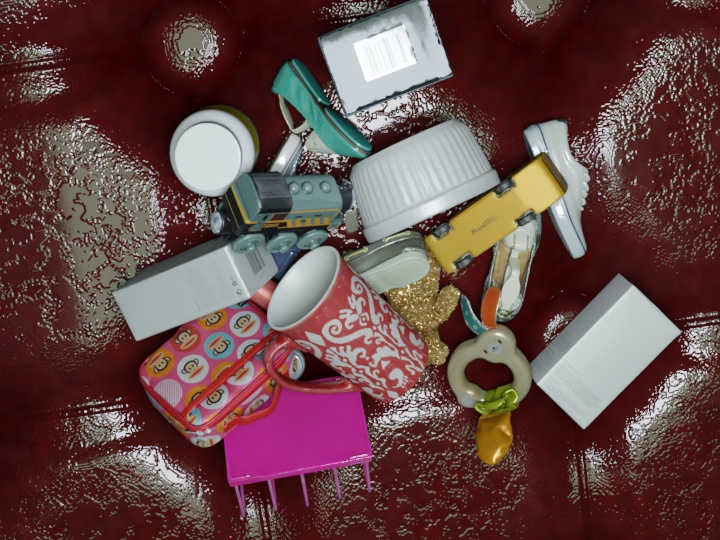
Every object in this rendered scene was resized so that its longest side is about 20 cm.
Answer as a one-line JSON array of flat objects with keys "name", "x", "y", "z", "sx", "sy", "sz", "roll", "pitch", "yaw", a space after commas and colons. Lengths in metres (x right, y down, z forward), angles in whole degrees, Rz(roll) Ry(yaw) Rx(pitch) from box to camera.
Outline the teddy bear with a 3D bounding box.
[{"name": "teddy bear", "x": 0.074, "y": 0.046, "z": 1.554, "sx": 0.143, "sy": 0.067, "sz": 0.203, "roll": 13, "pitch": 100, "yaw": -3}]

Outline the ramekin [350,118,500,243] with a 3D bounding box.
[{"name": "ramekin", "x": 0.079, "y": -0.125, "z": 1.459, "sx": 0.198, "sy": 0.200, "sz": 0.106, "roll": -25, "pitch": 92, "yaw": 3}]

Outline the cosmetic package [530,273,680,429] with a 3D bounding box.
[{"name": "cosmetic package", "x": 0.352, "y": 0.117, "z": 1.571, "sx": 0.108, "sy": 0.085, "sz": 0.200, "roll": 44, "pitch": 96, "yaw": -10}]

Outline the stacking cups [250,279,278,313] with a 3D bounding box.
[{"name": "stacking cups", "x": -0.075, "y": 0.076, "z": 1.565, "sx": 0.199, "sy": 0.061, "sz": 0.061, "roll": 34, "pitch": 98, "yaw": -3}]

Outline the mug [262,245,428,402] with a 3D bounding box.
[{"name": "mug", "x": -0.026, "y": 0.089, "z": 1.461, "sx": 0.177, "sy": 0.134, "sz": 0.200, "roll": -33, "pitch": 122, "yaw": 29}]

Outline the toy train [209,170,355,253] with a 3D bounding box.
[{"name": "toy train", "x": -0.097, "y": -0.079, "z": 1.404, "sx": 0.198, "sy": 0.114, "sz": 0.086, "roll": -5, "pitch": 64, "yaw": -40}]

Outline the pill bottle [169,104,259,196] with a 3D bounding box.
[{"name": "pill bottle", "x": -0.194, "y": -0.160, "z": 1.433, "sx": 0.111, "sy": 0.200, "sz": 0.114, "roll": 0, "pitch": 101, "yaw": -2}]

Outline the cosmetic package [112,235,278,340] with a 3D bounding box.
[{"name": "cosmetic package", "x": -0.227, "y": 0.016, "z": 1.482, "sx": 0.198, "sy": 0.113, "sz": 0.082, "roll": -19, "pitch": 103, "yaw": 22}]

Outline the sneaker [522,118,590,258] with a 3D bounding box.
[{"name": "sneaker", "x": 0.295, "y": -0.118, "z": 1.528, "sx": 0.070, "sy": 0.073, "sz": 0.202, "roll": -20, "pitch": 101, "yaw": 5}]

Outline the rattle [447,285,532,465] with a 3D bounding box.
[{"name": "rattle", "x": 0.173, "y": 0.145, "z": 1.520, "sx": 0.129, "sy": 0.143, "sz": 0.202, "roll": 18, "pitch": 131, "yaw": 23}]

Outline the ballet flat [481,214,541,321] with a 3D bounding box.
[{"name": "ballet flat", "x": 0.222, "y": -0.020, "z": 1.547, "sx": 0.071, "sy": 0.072, "sz": 0.203, "roll": 10, "pitch": 100, "yaw": -4}]

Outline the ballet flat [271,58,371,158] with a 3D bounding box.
[{"name": "ballet flat", "x": -0.058, "y": -0.203, "z": 1.467, "sx": 0.071, "sy": 0.067, "sz": 0.201, "roll": -48, "pitch": 61, "yaw": 19}]

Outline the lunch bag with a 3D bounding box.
[{"name": "lunch bag", "x": -0.188, "y": 0.144, "z": 1.492, "sx": 0.176, "sy": 0.082, "sz": 0.200, "roll": 37, "pitch": 66, "yaw": 26}]

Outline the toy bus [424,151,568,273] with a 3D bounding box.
[{"name": "toy bus", "x": 0.187, "y": -0.079, "z": 1.489, "sx": 0.199, "sy": 0.078, "sz": 0.065, "roll": -36, "pitch": 94, "yaw": 22}]

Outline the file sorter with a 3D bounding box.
[{"name": "file sorter", "x": -0.088, "y": 0.256, "z": 1.538, "sx": 0.197, "sy": 0.140, "sz": 0.126, "roll": -9, "pitch": 139, "yaw": -4}]

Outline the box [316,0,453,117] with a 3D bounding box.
[{"name": "box", "x": 0.027, "y": -0.283, "z": 1.418, "sx": 0.147, "sy": 0.200, "sz": 0.108, "roll": -20, "pitch": 103, "yaw": 3}]

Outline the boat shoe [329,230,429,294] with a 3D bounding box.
[{"name": "boat shoe", "x": 0.001, "y": 0.002, "z": 1.511, "sx": 0.200, "sy": 0.061, "sz": 0.072, "roll": -20, "pitch": 142, "yaw": 17}]

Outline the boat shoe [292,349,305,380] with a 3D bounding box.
[{"name": "boat shoe", "x": -0.176, "y": 0.163, "z": 1.566, "sx": 0.198, "sy": 0.065, "sz": 0.074, "roll": -17, "pitch": 101, "yaw": 1}]

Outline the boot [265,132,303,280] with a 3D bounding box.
[{"name": "boot", "x": -0.106, "y": -0.089, "z": 1.522, "sx": 0.090, "sy": 0.073, "sz": 0.201, "roll": 26, "pitch": 108, "yaw": -8}]
